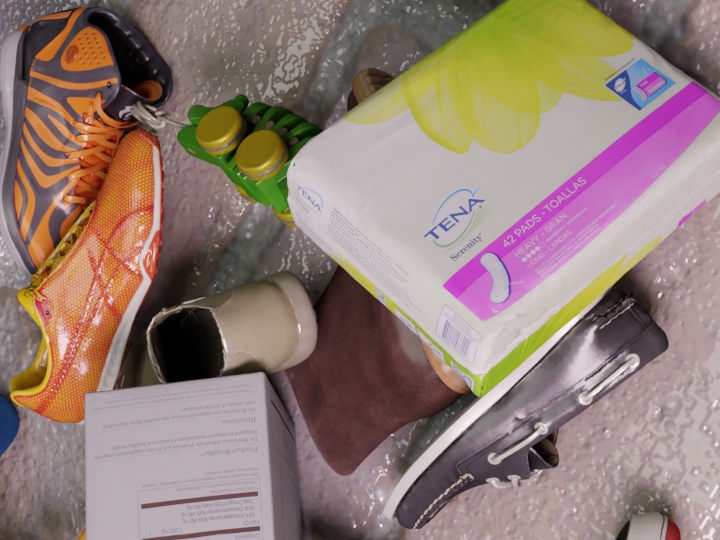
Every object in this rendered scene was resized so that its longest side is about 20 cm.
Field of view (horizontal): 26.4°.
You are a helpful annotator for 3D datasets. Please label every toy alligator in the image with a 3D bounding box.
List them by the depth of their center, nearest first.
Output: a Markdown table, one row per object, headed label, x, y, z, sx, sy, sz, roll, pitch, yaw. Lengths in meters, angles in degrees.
| label | x | y | z | sx | sy | sz | roll | pitch | yaw |
| --- | --- | --- | --- | --- | --- | --- | --- | --- | --- |
| toy alligator | -0.069 | -0.081 | 0.926 | 0.054 | 0.059 | 0.200 | -48 | 47 | -10 |

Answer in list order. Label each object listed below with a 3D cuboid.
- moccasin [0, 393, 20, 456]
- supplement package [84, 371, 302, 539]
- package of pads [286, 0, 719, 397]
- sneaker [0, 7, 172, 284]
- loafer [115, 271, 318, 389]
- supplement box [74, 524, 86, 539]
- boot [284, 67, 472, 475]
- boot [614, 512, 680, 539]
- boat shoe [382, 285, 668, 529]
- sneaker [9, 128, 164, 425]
| label | x | y | z | sx | sy | sz | roll | pitch | yaw |
| --- | --- | --- | --- | --- | --- | --- | --- | --- | --- |
| moccasin | -0.310 | 0.152 | 1.039 | 0.068 | 0.200 | 0.081 | -29 | 93 | 38 |
| supplement package | -0.093 | 0.176 | 0.889 | 0.109 | 0.114 | 0.201 | -7 | 65 | 5 |
| package of pads | 0.079 | -0.053 | 0.800 | 0.200 | 0.068 | 0.154 | -38 | 63 | -21 |
| sneaker | -0.182 | -0.081 | 1.020 | 0.112 | 0.078 | 0.201 | -12 | 83 | 33 |
| loafer | -0.106 | 0.053 | 0.955 | 0.200 | 0.068 | 0.076 | -35 | 68 | 46 |
| supplement box | -0.104 | 0.235 | 0.973 | 0.200 | 0.066 | 0.069 | 45 | 112 | 24 |
| boot | 0.000 | 0.000 | 0.908 | 0.166 | 0.072 | 0.200 | -40 | 63 | 31 |
| boot | 0.186 | 0.232 | 0.794 | 0.144 | 0.072 | 0.201 | 9 | 70 | 4 |
| boat shoe | 0.089 | 0.085 | 0.852 | 0.060 | 0.074 | 0.200 | 43 | 113 | 7 |
| sneaker | -0.174 | 0.004 | 0.980 | 0.073 | 0.077 | 0.201 | -140 | 68 | -71 |
